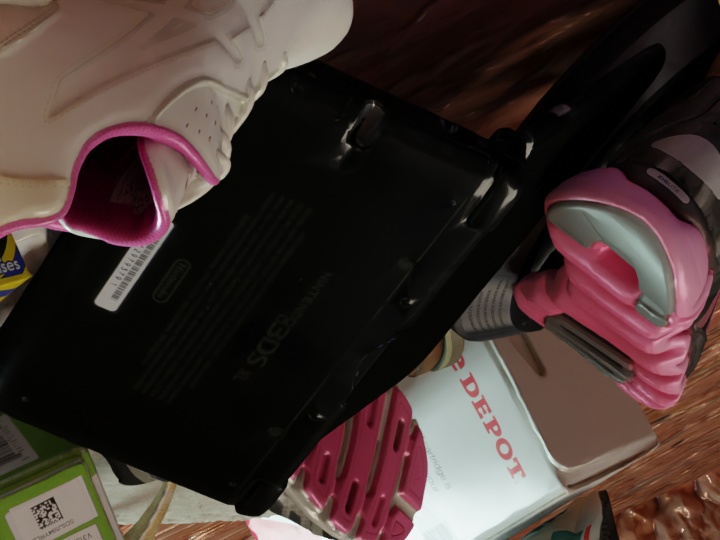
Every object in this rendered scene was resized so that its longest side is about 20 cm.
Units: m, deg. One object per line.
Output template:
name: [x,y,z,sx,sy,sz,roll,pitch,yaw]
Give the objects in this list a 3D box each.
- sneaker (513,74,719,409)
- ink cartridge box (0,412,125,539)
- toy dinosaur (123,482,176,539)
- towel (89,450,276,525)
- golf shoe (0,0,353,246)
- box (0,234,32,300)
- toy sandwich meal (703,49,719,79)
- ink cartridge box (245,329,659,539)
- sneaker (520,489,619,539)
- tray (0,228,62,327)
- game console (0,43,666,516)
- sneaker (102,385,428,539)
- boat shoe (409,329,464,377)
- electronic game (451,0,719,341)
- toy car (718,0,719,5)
sneaker: [0.115,-0.014,1.032,0.095,0.079,0.200,-52,174,-15]
ink cartridge box: [-0.122,0.148,1.090,0.076,0.200,0.148,-24,-160,-13]
toy dinosaur: [-0.120,0.145,1.225,0.200,0.058,0.101,-47,178,9]
towel: [-0.099,0.081,1.253,0.200,0.034,0.133,0,154,-25]
golf shoe: [-0.061,-0.048,0.747,0.075,0.092,0.200,-36,167,35]
box: [-0.194,0.008,0.758,0.200,0.064,0.070,-16,165,-45]
toy sandwich meal: [0.204,-0.081,1.106,0.205,0.070,0.205,-41,161,-18]
ink cartridge box: [0.027,0.071,1.336,0.083,0.145,0.200,-17,166,-47]
sneaker: [0.082,0.153,1.331,0.093,0.070,0.200,-15,178,4]
tray: [-0.142,0.010,0.999,0.107,0.022,0.200,-27,169,-6]
game console: [-0.014,-0.017,0.983,0.176,0.116,0.200,24,132,-15]
sneaker: [-0.055,0.062,1.146,0.087,0.074,0.200,-3,158,43]
boat shoe: [0.000,0.000,1.170,0.068,0.072,0.200,-26,157,-7]
electronic game: [0.105,-0.049,1.130,0.200,0.042,0.200,-42,161,-18]
toy car: [0.102,-0.094,0.625,0.177,0.200,0.184,-24,168,-13]
